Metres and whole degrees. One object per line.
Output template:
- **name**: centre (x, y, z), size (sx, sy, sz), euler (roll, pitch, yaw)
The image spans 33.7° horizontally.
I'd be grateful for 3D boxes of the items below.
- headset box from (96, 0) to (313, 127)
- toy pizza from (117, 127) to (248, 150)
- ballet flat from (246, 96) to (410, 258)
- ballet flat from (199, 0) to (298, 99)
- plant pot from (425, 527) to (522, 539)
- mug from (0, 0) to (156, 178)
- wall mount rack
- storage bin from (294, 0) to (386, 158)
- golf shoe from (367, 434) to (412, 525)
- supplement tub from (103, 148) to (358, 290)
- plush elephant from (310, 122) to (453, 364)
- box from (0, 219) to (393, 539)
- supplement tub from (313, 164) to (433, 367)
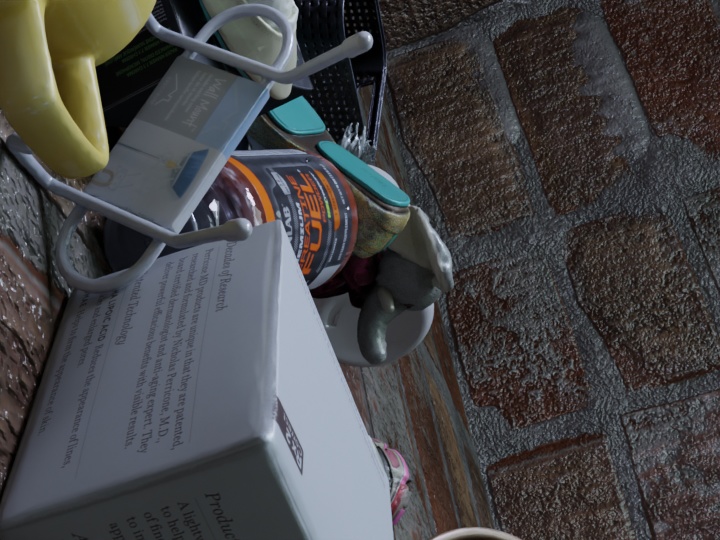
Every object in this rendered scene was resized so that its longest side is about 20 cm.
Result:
- **headset box**: centre (-0.130, -0.190, 0.803), size (0.174, 0.092, 0.202), euler (-9, 79, -67)
- **toy pizza**: centre (-0.149, -0.145, 0.884), size (0.200, 0.031, 0.202), euler (49, 29, -39)
- **ballet flat**: centre (-0.045, -0.085, 0.925), size (0.200, 0.071, 0.071), euler (44, -3, 22)
- **ballet flat**: centre (-0.079, -0.191, 0.716), size (0.201, 0.069, 0.070), euler (54, 17, -31)
- **plant pot**: centre (0.066, 0.283, 0.794), size (0.199, 0.092, 0.203), euler (18, 57, -29)
- **mug**: centre (-0.167, -0.150, 0.560), size (0.153, 0.147, 0.189), euler (77, 30, -75)
- **wall mount rack**: centre (-0.086, -0.077, 0.626), size (0.201, 0.172, 0.075), euler (-59, 152, -18)
- **storage bin**: centre (-0.038, -0.204, 1.058), size (0.201, 0.092, 0.137), euler (76, 18, -57)
- **golf shoe**: centre (-0.046, 0.104, 0.826), size (0.092, 0.073, 0.199), euler (39, -6, -38)
- **supplement tub**: centre (-0.086, -0.027, 0.802), size (0.199, 0.106, 0.108), euler (-16, 88, -64)
- **plush elephant**: centre (0.000, 0.000, 0.998), size (0.154, 0.201, 0.165), euler (35, -4, 10)
- **box**: centre (-0.067, 0.118, 0.612), size (0.201, 0.129, 0.201), euler (-94, 165, -60)
- **supplement tub**: centre (0.000, -0.010, 1.323), size (0.201, 0.143, 0.146), euler (-100, 169, -48)
